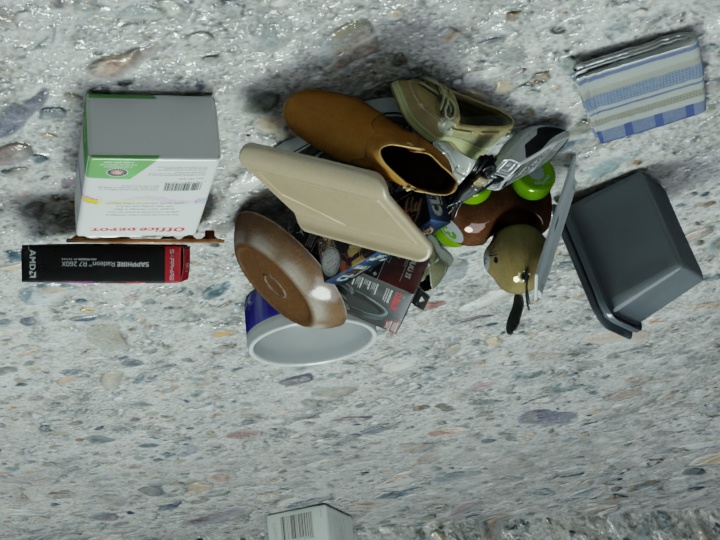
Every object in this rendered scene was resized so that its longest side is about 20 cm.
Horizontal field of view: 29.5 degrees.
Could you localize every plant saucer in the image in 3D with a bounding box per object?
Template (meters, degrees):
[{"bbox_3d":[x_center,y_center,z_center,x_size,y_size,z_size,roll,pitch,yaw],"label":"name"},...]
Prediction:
[{"bbox_3d":[-0.103,0.010,1.798,0.037,0.200,0.201,-45,168,-21],"label":"plant saucer"}]

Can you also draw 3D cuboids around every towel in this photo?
[{"bbox_3d":[0.332,-0.214,1.610,0.146,0.024,0.200,-16,158,12],"label":"towel"}]

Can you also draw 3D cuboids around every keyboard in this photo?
[{"bbox_3d":[0.248,-0.056,1.739,0.011,0.200,0.056,9,145,19],"label":"keyboard"}]

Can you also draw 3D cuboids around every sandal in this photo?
[{"bbox_3d":[0.082,-0.110,1.731,0.202,0.083,0.050,-31,-170,45],"label":"sandal"}]

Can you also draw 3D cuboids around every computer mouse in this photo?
[{"bbox_3d":[0.175,-0.132,1.654,0.200,0.044,0.110,-30,166,-38],"label":"computer mouse"}]

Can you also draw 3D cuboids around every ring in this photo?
[{"bbox_3d":[-0.273,-0.043,1.736,0.199,0.019,0.200,0,180,0],"label":"ring"}]

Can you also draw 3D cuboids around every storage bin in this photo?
[{"bbox_3d":[0.375,-0.027,1.865,0.134,0.201,0.145,-31,150,26],"label":"storage bin"}]

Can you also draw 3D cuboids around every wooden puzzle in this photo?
[{"bbox_3d":[-0.023,-0.081,1.548,0.184,0.037,0.200,15,163,24],"label":"wooden puzzle"}]

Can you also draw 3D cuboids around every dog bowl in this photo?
[{"bbox_3d":[-0.077,0.077,2.093,0.199,0.079,0.200,-7,158,-3],"label":"dog bowl"}]

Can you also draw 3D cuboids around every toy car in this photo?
[{"bbox_3d":[0.185,-0.023,1.782,0.157,0.201,0.164,-4,157,-9],"label":"toy car"}]

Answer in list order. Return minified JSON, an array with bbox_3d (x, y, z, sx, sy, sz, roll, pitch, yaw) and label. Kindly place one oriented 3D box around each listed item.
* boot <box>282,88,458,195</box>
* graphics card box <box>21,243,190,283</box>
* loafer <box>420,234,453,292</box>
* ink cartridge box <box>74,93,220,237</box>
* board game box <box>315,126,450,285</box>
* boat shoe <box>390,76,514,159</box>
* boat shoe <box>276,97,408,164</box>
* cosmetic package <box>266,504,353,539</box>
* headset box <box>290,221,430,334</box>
[{"bbox_3d":[0.011,-0.141,1.480,0.201,0.071,0.144,23,-173,-7],"label":"boot"},{"bbox_3d":[-0.318,-0.009,1.724,0.199,0.051,0.125,1,-178,-4],"label":"graphics card box"},{"bbox_3d":[0.073,-0.017,1.902,0.075,0.070,0.200,14,171,31],"label":"loafer"},{"bbox_3d":[-0.249,-0.117,1.564,0.144,0.084,0.200,-1,157,-16],"label":"ink cartridge box"},{"bbox_3d":[0.018,-0.082,1.670,0.035,0.136,0.200,7,153,-41],"label":"board game box"},{"bbox_3d":[0.105,-0.182,1.554,0.063,0.073,0.200,-33,150,24],"label":"boat shoe"},{"bbox_3d":[-0.017,-0.138,1.607,0.200,0.071,0.072,-24,153,34],"label":"boat shoe"},{"bbox_3d":[-0.121,0.701,3.452,0.164,0.166,0.200,-14,157,16],"label":"cosmetic package"},{"bbox_3d":[0.000,0.000,1.831,0.199,0.077,0.149,24,156,1],"label":"headset box"}]
